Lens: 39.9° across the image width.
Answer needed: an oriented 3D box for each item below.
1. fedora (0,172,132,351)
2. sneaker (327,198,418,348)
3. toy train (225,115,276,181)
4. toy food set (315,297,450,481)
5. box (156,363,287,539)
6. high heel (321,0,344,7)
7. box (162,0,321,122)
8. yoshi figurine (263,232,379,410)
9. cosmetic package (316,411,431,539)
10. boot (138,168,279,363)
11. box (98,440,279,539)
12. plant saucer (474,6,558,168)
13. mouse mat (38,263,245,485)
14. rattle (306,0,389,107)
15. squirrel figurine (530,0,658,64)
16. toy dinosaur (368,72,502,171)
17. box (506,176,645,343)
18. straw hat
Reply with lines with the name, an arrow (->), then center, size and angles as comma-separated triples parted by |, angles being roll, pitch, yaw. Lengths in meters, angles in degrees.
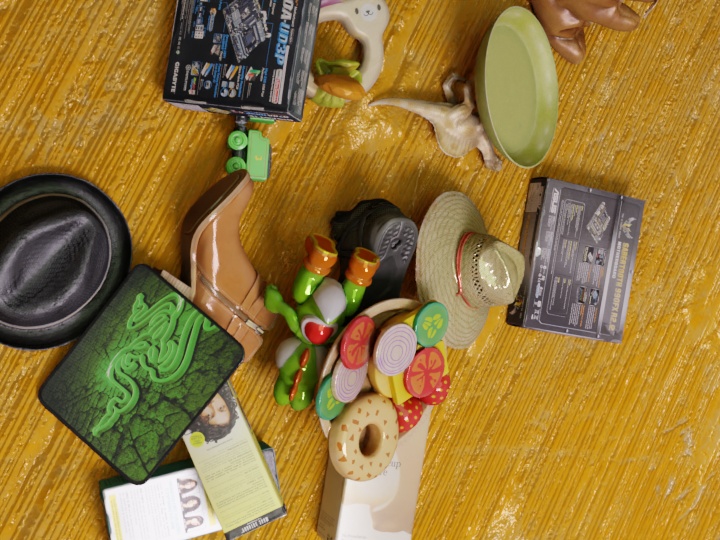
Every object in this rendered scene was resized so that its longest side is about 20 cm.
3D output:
fedora -> -0.335, -0.008, 1.058 | 0.200, 0.092, 0.201 | -1, 93, -21
sneaker -> 0.000, 0.000, 1.207 | 0.076, 0.114, 0.200 | 5, 118, -26
toy train -> -0.124, -0.199, 1.156 | 0.056, 0.042, 0.201 | 4, 91, -10
toy food set -> 0.029, 0.125, 1.120 | 0.200, 0.049, 0.198 | -29, 122, -30
box -> -0.154, 0.194, 1.108 | 0.075, 0.050, 0.200 | -25, 87, -6
high heel -> -0.090, -0.388, 1.151 | 0.096, 0.067, 0.200 | -16, 88, -5
box -> -0.128, -0.275, 1.104 | 0.159, 0.046, 0.200 | 9, 90, 19
yoshi figurine -> -0.052, 0.059, 1.137 | 0.112, 0.112, 0.200 | 0, 116, -53
cosmetic package -> 0.018, 0.239, 1.218 | 0.105, 0.071, 0.200 | 8, 89, -21
boot -> -0.144, -0.002, 1.145 | 0.155, 0.074, 0.200 | 35, 91, -26
box -> -0.195, 0.262, 1.149 | 0.200, 0.049, 0.082 | -10, 96, -20
plant saucer -> 0.193, -0.228, 1.245 | 0.200, 0.031, 0.201 | 1, 88, -53
mouse mat -> -0.242, 0.114, 1.086 | 0.161, 0.008, 0.200 | 39, 94, 6
rattle -> -0.006, -0.293, 1.154 | 0.130, 0.143, 0.200 | 36, 86, 0
squirrel figurine -> 0.286, -0.377, 1.231 | 0.200, 0.187, 0.142 | 36, 80, -19
toy dinosaur -> 0.119, -0.196, 1.245 | 0.200, 0.058, 0.101 | 28, 84, -20
box -> 0.288, -0.012, 1.324 | 0.158, 0.048, 0.200 | 10, 89, -22
straw hat -> 0.153, 0.000, 1.206 | 0.201, 0.085, 0.202 | -1, 92, -54
